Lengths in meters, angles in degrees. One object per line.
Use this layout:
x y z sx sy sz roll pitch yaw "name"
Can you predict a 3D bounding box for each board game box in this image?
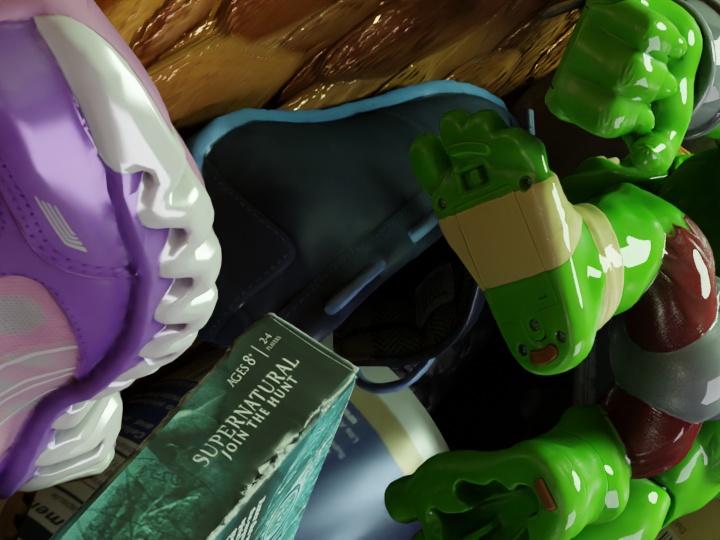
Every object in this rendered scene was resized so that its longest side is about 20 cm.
-0.067 0.117 0.634 0.135 0.028 0.200 -48 164 -45 "board game box"

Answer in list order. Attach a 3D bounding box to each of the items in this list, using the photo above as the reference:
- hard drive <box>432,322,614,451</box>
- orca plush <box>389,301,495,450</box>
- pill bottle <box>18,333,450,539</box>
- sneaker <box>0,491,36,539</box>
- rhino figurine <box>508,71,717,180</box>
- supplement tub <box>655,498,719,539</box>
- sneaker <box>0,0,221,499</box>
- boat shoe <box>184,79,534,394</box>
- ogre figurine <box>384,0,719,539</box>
0.039 0.068 1.008 0.200 0.042 0.135 -49 -155 42 "hard drive"
0.027 0.035 0.950 0.200 0.071 0.105 -45 167 25 "orca plush"
-0.071 0.104 0.811 0.200 0.111 0.111 -31 165 -35 "pill bottle"
-0.140 0.070 0.621 0.070 0.108 0.200 119 -6 -54 "sneaker"
0.109 -0.043 0.805 0.087 0.060 0.200 -22 -174 -26 "rhino figurine"
0.148 0.067 0.828 0.200 0.144 0.144 -46 167 10 "supplement tub"
-0.085 0.005 0.503 0.088 0.081 0.200 -26 165 -21 "sneaker"
0.000 0.000 0.745 0.084 0.069 0.200 -45 166 28 "boat shoe"
0.073 0.013 0.694 0.120 0.098 0.201 -21 116 -39 "ogre figurine"
